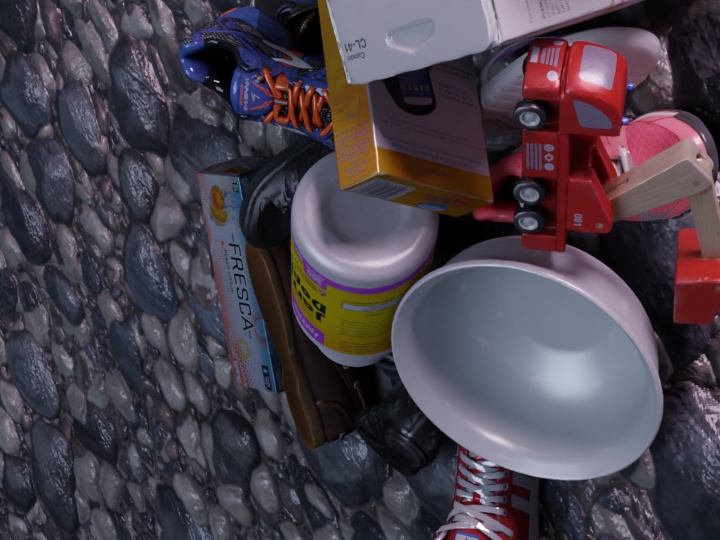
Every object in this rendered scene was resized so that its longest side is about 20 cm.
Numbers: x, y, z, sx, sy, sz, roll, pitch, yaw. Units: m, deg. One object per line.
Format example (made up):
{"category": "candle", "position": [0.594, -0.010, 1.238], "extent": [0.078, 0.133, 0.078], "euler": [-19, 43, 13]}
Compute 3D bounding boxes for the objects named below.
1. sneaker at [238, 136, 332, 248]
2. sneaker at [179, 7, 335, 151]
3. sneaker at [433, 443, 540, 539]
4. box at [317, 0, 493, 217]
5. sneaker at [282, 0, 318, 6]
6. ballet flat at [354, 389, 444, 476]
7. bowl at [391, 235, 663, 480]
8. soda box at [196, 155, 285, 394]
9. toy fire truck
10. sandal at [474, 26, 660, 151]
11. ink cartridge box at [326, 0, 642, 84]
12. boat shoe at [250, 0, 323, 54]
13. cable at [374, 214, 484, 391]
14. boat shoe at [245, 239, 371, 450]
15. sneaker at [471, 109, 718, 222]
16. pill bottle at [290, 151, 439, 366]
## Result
{"category": "sneaker", "position": [-0.014, -0.070, 1.228], "extent": [0.200, 0.060, 0.105], "euler": [-45, 41, 16]}
{"category": "sneaker", "position": [-0.057, -0.130, 1.166], "extent": [0.199, 0.078, 0.076], "euler": [28, 125, 34]}
{"category": "sneaker", "position": [0.091, 0.172, 1.212], "extent": [0.070, 0.112, 0.203], "euler": [5, 114, 30]}
{"category": "box", "position": [0.027, -0.143, 1.056], "extent": [0.041, 0.118, 0.203], "euler": [-23, 67, 39]}
{"category": "sneaker", "position": [-0.023, -0.239, 1.176], "extent": [0.200, 0.075, 0.079], "euler": [40, 151, 52]}
{"category": "ballet flat", "position": [0.039, 0.129, 1.285], "extent": [0.066, 0.057, 0.200], "euler": [42, 168, -4]}
{"category": "bowl", "position": [0.128, 0.046, 1.110], "extent": [0.199, 0.091, 0.203], "euler": [17, 136, 17]}
{"category": "soda box", "position": [-0.087, 0.002, 1.403], "extent": [0.068, 0.063, 0.203], "euler": [10, 114, 49]}
{"category": "toy fire truck", "position": [0.166, -0.053, 0.979], "extent": [0.139, 0.049, 0.201], "euler": [6, 140, 10]}
{"category": "sandal", "position": [0.121, -0.136, 1.085], "extent": [0.202, 0.082, 0.051], "euler": [-25, 61, 52]}
{"category": "ink cartridge box", "position": [0.097, -0.186, 0.979], "extent": [0.147, 0.199, 0.087], "euler": [-8, 100, 51]}
{"category": "boat shoe", "position": [-0.029, -0.192, 1.235], "extent": [0.199, 0.072, 0.073], "euler": [26, 125, 42]}
{"category": "cable", "position": [0.043, 0.023, 1.263], "extent": [0.199, 0.050, 0.165], "euler": [1, 107, 50]}
{"category": "boat shoe", "position": [-0.043, 0.053, 1.352], "extent": [0.070, 0.070, 0.202], "euler": [39, 148, 60]}
{"category": "sneaker", "position": [0.152, -0.055, 1.065], "extent": [0.199, 0.086, 0.075], "euler": [-8, 101, 52]}
{"category": "pill bottle", "position": [0.000, 0.000, 1.155], "extent": [0.105, 0.104, 0.201], "euler": [53, 163, 20]}
